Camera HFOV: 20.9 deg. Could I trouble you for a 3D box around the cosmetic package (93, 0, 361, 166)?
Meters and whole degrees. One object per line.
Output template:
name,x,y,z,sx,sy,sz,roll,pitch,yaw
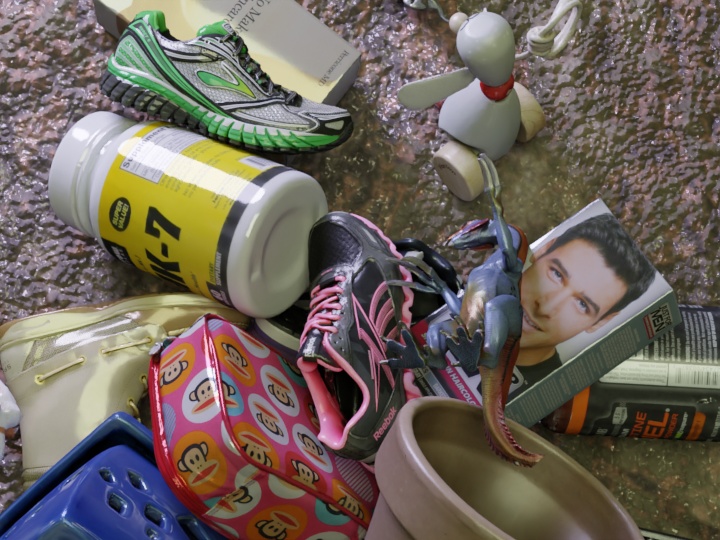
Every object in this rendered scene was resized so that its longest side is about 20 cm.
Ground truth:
cosmetic package,-0.107,-0.187,1.570,0.199,0.071,0.105,36,79,4

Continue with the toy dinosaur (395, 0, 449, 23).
toy dinosaur,0.026,-0.296,1.612,0.101,0.077,0.202,7,73,-15

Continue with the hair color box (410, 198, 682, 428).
hair color box,0.127,0.047,1.447,0.199,0.061,0.099,-34,60,-3

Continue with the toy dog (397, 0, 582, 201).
toy dog,0.085,-0.149,1.533,0.096,0.201,0.132,39,52,21

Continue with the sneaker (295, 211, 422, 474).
sneaker,-0.011,0.047,1.406,0.079,0.095,0.201,-27,66,35

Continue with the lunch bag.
lunch bag,-0.065,0.121,1.411,0.082,0.200,0.177,-36,40,20

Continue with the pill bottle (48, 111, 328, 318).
pill bottle,-0.133,-0.048,1.487,0.199,0.114,0.115,22,76,29

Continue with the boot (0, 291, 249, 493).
boot,-0.173,0.101,1.505,0.198,0.073,0.157,-9,79,-4

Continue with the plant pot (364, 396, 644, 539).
plant pot,0.070,0.212,1.331,0.199,0.200,0.175,33,109,3

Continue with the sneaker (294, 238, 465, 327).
sneaker,0.000,0.000,1.509,0.198,0.130,0.080,29,76,2

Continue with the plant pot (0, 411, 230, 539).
plant pot,-0.174,0.233,1.386,0.200,0.180,0.200,41,116,-13

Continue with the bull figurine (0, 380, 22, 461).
bull figurine,-0.325,0.167,1.467,0.120,0.065,0.202,11,92,10

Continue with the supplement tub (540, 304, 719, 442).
supplement tub,0.202,0.077,1.521,0.198,0.107,0.108,3,78,-2

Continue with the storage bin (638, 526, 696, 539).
storage bin,0.189,0.242,1.469,0.198,0.135,0.095,12,78,-1

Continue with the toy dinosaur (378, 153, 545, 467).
toy dinosaur,0.083,0.028,1.392,0.105,0.181,0.201,-21,95,33

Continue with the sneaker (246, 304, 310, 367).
sneaker,-0.007,0.103,1.531,0.199,0.076,0.088,27,107,-6

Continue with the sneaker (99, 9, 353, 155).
sneaker,-0.098,-0.141,1.484,0.199,0.078,0.086,20,97,7
